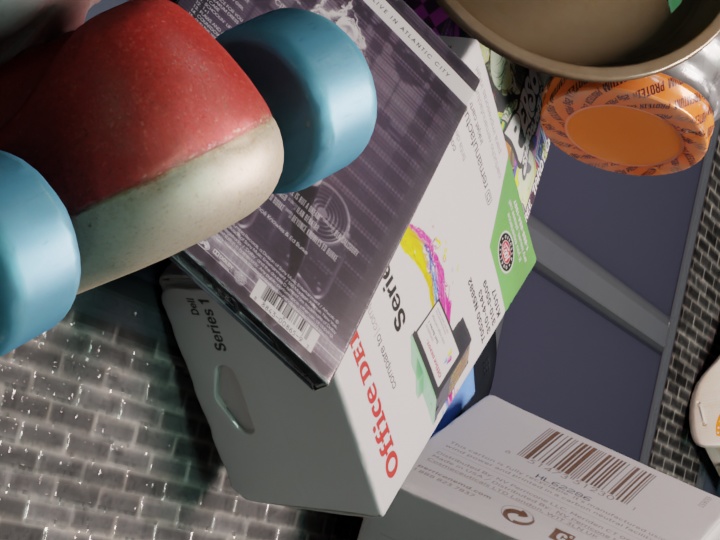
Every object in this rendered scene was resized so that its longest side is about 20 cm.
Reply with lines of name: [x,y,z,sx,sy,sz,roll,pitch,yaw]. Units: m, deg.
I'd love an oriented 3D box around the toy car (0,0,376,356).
toy car: [-0.128,-0.086,0.761,0.184,0.177,0.201,-30,100,-45]

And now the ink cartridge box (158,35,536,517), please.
ink cartridge box: [0.000,0.000,1.117,0.200,0.084,0.145,-56,140,-41]

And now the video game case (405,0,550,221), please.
video game case: [0.079,-0.141,1.309,0.182,0.036,0.201,64,38,-49]

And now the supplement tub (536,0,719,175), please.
supplement tub: [0.168,-0.164,1.310,0.123,0.122,0.201,60,39,-58]

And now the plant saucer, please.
plant saucer: [0.112,-0.187,1.221,0.029,0.199,0.201,122,-10,-64]

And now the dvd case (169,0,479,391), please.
dvd case: [-0.032,-0.067,1.010,0.149,0.016,0.200,43,49,-20]

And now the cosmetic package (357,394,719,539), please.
cosmetic package: [0.087,0.209,1.292,0.166,0.167,0.201,-29,138,-62]

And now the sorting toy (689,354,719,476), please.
sorting toy: [0.362,0.100,2.082,0.200,0.106,0.181,51,33,-62]

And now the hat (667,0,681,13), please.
hat: [0.058,-0.199,1.136,0.200,0.175,0.166,63,17,-62]

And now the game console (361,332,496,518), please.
game console: [0.032,0.030,1.305,0.200,0.031,0.178,-44,139,-56]
